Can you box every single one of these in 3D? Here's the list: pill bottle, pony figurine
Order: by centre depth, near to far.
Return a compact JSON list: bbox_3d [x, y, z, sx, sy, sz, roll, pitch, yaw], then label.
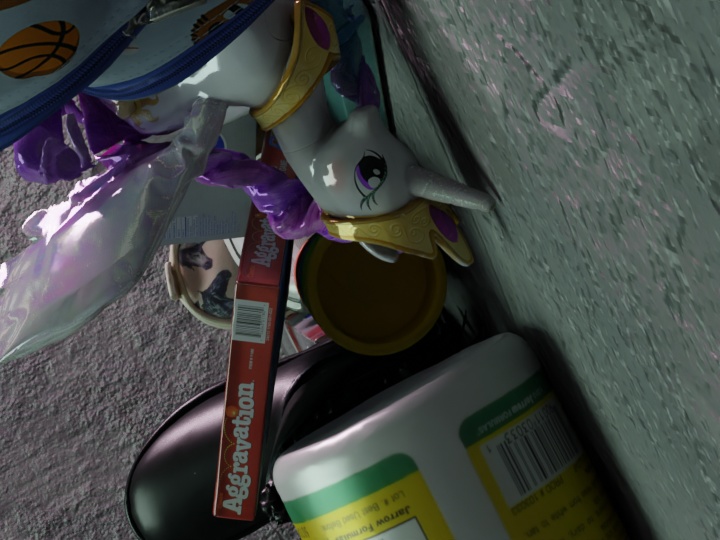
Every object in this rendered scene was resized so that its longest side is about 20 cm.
[{"bbox_3d":[-0.068,-0.066,0.653,0.201,0.192,0.167,59,-144,-23],"label":"pony figurine"},{"bbox_3d":[0.058,0.136,0.701,0.201,0.112,0.113,62,175,0],"label":"pill bottle"}]

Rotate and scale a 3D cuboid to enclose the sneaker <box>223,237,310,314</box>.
[{"bbox_3d":[-0.063,-0.075,1.010,0.201,0.075,0.116,62,177,33],"label":"sneaker"}]

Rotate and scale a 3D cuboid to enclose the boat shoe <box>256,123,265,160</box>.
[{"bbox_3d":[-0.053,-0.108,0.903,0.203,0.074,0.075,60,-148,-42],"label":"boat shoe"}]

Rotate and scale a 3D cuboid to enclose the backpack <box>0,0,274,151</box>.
[{"bbox_3d":[-0.096,-0.129,0.477,0.154,0.190,0.201,43,-168,-51],"label":"backpack"}]

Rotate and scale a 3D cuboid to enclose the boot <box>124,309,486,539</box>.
[{"bbox_3d":[-0.026,0.083,0.844,0.074,0.197,0.162,60,-179,-8],"label":"boot"}]

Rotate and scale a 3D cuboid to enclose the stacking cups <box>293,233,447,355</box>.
[{"bbox_3d":[0.000,0.000,0.857,0.061,0.060,0.200,63,178,-4],"label":"stacking cups"}]

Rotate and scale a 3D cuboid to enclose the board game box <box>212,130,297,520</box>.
[{"bbox_3d":[-0.041,0.008,0.790,0.200,0.019,0.104,-86,4,-65],"label":"board game box"}]

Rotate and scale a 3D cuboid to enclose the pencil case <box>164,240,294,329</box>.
[{"bbox_3d":[-0.066,-0.004,1.147,0.200,0.089,0.078,3,-118,-84],"label":"pencil case"}]

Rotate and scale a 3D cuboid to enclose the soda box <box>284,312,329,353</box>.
[{"bbox_3d":[0.006,0.049,1.027,0.071,0.063,0.200,64,175,-5],"label":"soda box"}]

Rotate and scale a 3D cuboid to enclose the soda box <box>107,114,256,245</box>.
[{"bbox_3d":[-0.079,-0.099,0.793,0.201,0.063,0.069,96,164,-52],"label":"soda box"}]

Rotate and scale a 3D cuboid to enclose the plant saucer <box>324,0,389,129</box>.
[{"bbox_3d":[-0.010,-0.083,0.787,0.070,0.019,0.200,61,175,21],"label":"plant saucer"}]
